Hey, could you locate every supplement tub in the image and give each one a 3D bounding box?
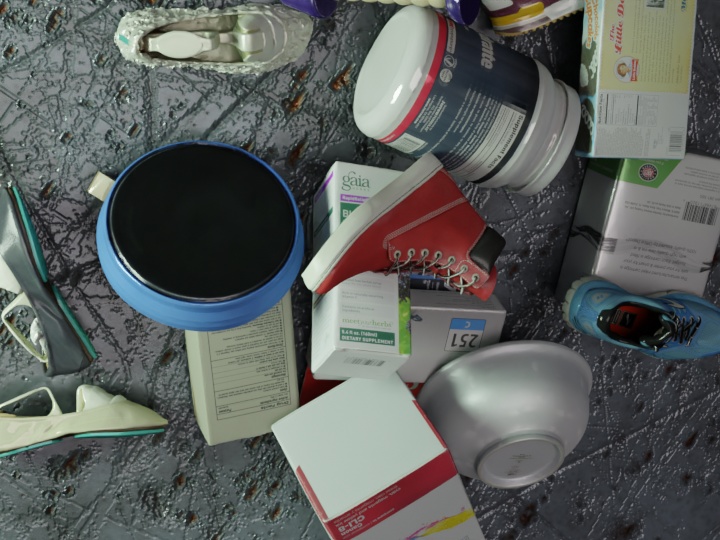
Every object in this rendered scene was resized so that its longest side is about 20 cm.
[{"bbox_3d":[0.106,-0.168,1.323,0.199,0.140,0.141,22,97,-21],"label":"supplement tub"}]

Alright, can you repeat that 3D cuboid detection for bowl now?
[{"bbox_3d":[-0.151,-0.039,1.254,0.199,0.039,0.202,5,58,-8],"label":"bowl"},{"bbox_3d":[0.161,0.170,1.404,0.200,0.091,0.202,-7,139,-6],"label":"bowl"}]

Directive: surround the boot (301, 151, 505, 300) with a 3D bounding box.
[{"bbox_3d":[0.050,-0.007,1.233,0.144,0.072,0.200,49,56,2],"label":"boot"}]

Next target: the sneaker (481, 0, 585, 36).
[{"bbox_3d":[0.216,-0.319,1.354,0.199,0.075,0.090,-28,116,-10],"label":"sneaker"}]

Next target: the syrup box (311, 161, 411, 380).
[{"bbox_3d":[0.000,0.000,1.295,0.078,0.081,0.201,7,66,-16],"label":"syrup box"}]

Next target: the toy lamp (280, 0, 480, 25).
[{"bbox_3d":[0.013,-0.265,1.248,0.058,0.199,0.059,-29,123,-56],"label":"toy lamp"}]

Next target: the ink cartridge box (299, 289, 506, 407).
[{"bbox_3d":[0.040,0.104,1.401,0.199,0.045,0.177,3,117,-17],"label":"ink cartridge box"}]

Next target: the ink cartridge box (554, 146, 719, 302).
[{"bbox_3d":[0.313,-0.042,1.450,0.145,0.084,0.201,10,102,-19],"label":"ink cartridge box"}]

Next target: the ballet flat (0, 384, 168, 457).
[{"bbox_3d":[-0.297,0.147,1.326,0.199,0.069,0.070,-8,106,-14],"label":"ballet flat"}]

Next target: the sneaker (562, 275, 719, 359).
[{"bbox_3d":[0.314,0.064,1.386,0.199,0.090,0.079,9,104,-20],"label":"sneaker"}]

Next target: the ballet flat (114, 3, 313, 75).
[{"bbox_3d":[-0.137,-0.221,1.276,0.199,0.072,0.072,-6,106,-16],"label":"ballet flat"}]

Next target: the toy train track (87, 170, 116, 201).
[{"bbox_3d":[-0.181,-0.040,1.326,0.199,0.033,0.115,29,94,-23],"label":"toy train track"}]

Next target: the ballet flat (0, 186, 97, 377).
[{"bbox_3d":[-0.325,0.019,1.279,0.073,0.073,0.201,-25,112,-10],"label":"ballet flat"}]

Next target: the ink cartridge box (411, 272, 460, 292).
[{"bbox_3d":[0.054,0.001,1.407,0.199,0.039,0.100,1,103,-18],"label":"ink cartridge box"}]

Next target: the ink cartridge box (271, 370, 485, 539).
[{"bbox_3d":[0.024,0.228,1.364,0.144,0.145,0.200,-30,135,-7],"label":"ink cartridge box"}]

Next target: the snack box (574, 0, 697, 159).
[{"bbox_3d":[0.281,-0.215,1.335,0.116,0.037,0.201,0,98,-24],"label":"snack box"}]

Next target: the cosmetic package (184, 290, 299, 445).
[{"bbox_3d":[-0.124,0.067,1.336,0.105,0.071,0.201,-9,114,-18],"label":"cosmetic package"}]
